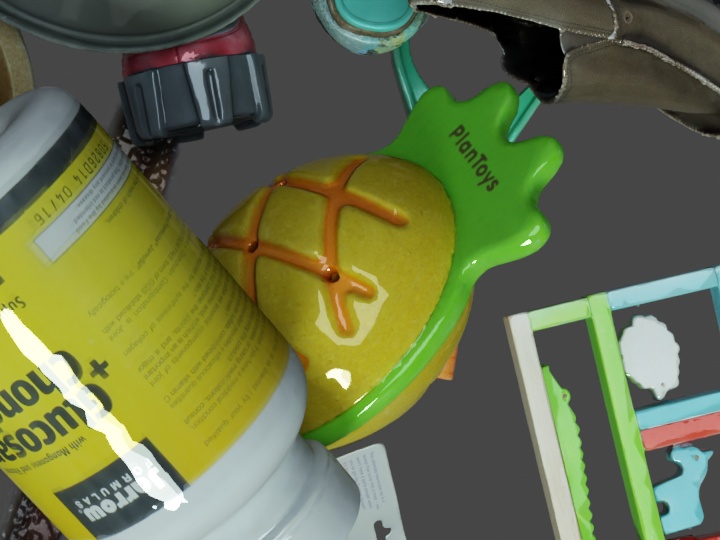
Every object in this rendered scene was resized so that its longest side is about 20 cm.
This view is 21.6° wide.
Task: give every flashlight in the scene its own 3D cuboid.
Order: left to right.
[{"bbox_3d":[-0.089,-0.158,0.835,0.068,0.068,0.200,-13,93,-43],"label":"flashlight"}]

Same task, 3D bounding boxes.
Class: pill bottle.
[{"bbox_3d":[-0.091,0.038,0.707,0.112,0.112,0.200,-42,108,-5],"label":"pill bottle"}]

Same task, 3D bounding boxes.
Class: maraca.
[{"bbox_3d":[0.000,0.000,0.807,0.200,0.137,0.107,-42,135,9],"label":"maraca"}]

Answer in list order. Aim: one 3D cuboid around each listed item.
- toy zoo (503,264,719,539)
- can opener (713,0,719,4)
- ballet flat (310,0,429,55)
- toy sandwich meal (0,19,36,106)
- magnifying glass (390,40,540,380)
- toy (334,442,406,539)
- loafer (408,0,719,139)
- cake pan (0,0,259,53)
[{"bbox_3d":[0.177,0.061,0.870,0.200,0.020,0.131,-12,88,-4],"label":"toy zoo"},{"bbox_3d":[0.136,-0.150,0.858,0.200,0.079,0.063,40,78,-10],"label":"can opener"},{"bbox_3d":[0.013,-0.192,0.848,0.074,0.074,0.200,15,82,-3],"label":"ballet flat"},{"bbox_3d":[-0.213,-0.051,0.741,0.205,0.070,0.205,-4,99,-24],"label":"toy sandwich meal"},{"bbox_3d":[0.045,-0.050,0.866,0.080,0.022,0.200,9,88,-3],"label":"magnifying glass"},{"bbox_3d":[-0.081,0.134,0.823,0.200,0.115,0.047,-21,44,-8],"label":"toy"},{"bbox_3d":[0.093,-0.101,0.824,0.200,0.073,0.071,26,79,-25],"label":"loafer"},{"bbox_3d":[-0.102,-0.191,0.781,0.200,0.037,0.200,4,81,-26],"label":"cake pan"}]
